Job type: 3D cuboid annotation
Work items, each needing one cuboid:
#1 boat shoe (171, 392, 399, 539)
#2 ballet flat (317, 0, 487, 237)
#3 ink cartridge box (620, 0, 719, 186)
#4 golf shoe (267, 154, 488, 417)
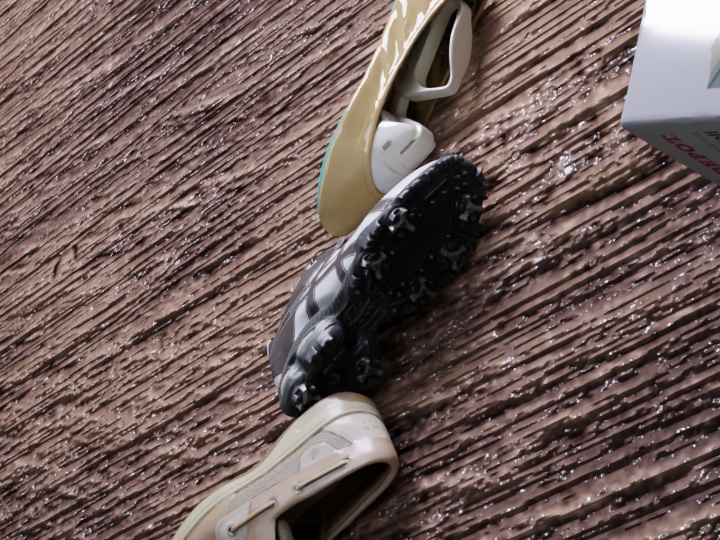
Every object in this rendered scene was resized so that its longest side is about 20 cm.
[{"bbox_3d":[-0.055,0.165,1.015,0.200,0.071,0.065,-49,41,17],"label":"boat shoe"},{"bbox_3d":[0.030,-0.113,1.073,0.063,0.069,0.201,17,85,36],"label":"ballet flat"},{"bbox_3d":[0.246,-0.083,0.754,0.199,0.146,0.085,2,74,49],"label":"ink cartridge box"},{"bbox_3d":[0.000,0.000,1.036,0.200,0.078,0.094,-53,35,7],"label":"golf shoe"}]
